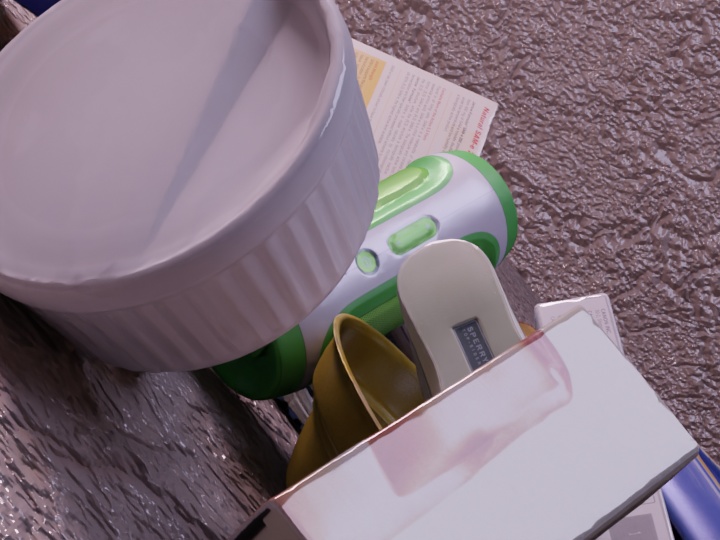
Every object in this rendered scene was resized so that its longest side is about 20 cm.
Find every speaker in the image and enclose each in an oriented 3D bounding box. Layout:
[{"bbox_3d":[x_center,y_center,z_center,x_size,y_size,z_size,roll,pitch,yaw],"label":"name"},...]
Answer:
[{"bbox_3d":[0.000,0.000,1.112,0.200,0.089,0.089,-30,77,-37],"label":"speaker"}]

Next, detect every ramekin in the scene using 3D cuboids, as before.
[{"bbox_3d":[-0.082,-0.044,0.878,0.094,0.202,0.203,58,1,-46],"label":"ramekin"}]

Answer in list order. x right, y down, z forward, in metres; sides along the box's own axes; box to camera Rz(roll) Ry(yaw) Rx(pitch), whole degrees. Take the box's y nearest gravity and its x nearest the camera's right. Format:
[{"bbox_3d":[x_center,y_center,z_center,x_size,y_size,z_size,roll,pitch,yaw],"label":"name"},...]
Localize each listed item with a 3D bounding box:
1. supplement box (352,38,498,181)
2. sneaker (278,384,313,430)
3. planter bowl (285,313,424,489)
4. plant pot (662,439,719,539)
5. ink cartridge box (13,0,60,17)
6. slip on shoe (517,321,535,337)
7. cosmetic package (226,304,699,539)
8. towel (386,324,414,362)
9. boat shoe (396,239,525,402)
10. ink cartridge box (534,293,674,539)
[{"bbox_3d":[-0.018,-0.092,1.321,0.199,0.074,0.126,24,47,-1],"label":"supplement box"},{"bbox_3d":[-0.020,0.042,1.182,0.200,0.085,0.077,53,8,-3],"label":"sneaker"},{"bbox_3d":[0.019,0.127,1.018,0.201,0.083,0.201,49,11,-13],"label":"planter bowl"},{"bbox_3d":[0.173,0.208,1.177,0.200,0.180,0.200,44,10,-39],"label":"plant pot"},{"bbox_3d":[-0.205,-0.187,1.150,0.196,0.043,0.200,34,10,-29],"label":"ink cartridge box"},{"bbox_3d":[0.061,0.090,1.203,0.074,0.061,0.200,63,-30,19],"label":"slip on shoe"},{"bbox_3d":[0.035,0.105,0.803,0.200,0.103,0.087,-27,74,-43],"label":"cosmetic package"},{"bbox_3d":[0.037,0.065,1.343,0.147,0.024,0.200,61,-10,2],"label":"towel"},{"bbox_3d":[0.069,0.076,0.974,0.072,0.070,0.202,69,3,-51],"label":"boat shoe"},{"bbox_3d":[0.130,0.144,1.012,0.177,0.044,0.201,82,0,-49],"label":"ink cartridge box"}]
